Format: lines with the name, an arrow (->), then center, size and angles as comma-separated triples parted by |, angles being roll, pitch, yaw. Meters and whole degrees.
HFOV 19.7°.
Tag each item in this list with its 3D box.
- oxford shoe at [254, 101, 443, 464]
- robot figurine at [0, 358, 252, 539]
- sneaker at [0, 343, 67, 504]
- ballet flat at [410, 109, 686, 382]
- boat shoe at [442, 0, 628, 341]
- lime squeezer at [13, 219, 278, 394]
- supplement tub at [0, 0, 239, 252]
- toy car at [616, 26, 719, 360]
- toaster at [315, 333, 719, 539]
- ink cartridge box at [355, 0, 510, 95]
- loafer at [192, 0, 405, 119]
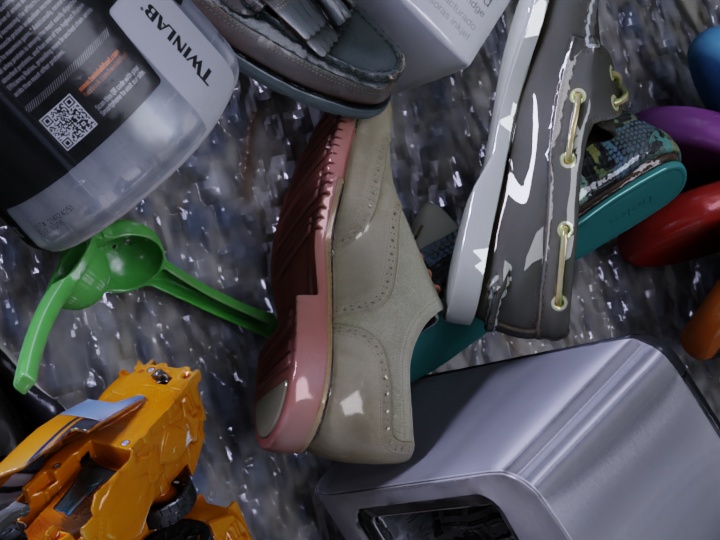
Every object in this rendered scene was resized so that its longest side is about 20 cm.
oxford shoe -> 0.000, 0.000, 0.949 | 0.073, 0.071, 0.201 | 16, 61, -15
robot figurine -> -0.118, 0.133, 0.788 | 0.200, 0.058, 0.146 | -46, 131, -40
sneaker -> -0.195, 0.020, 0.822 | 0.200, 0.088, 0.076 | 37, 66, -22
ballet flat -> 0.066, -0.016, 1.016 | 0.199, 0.074, 0.074 | -32, 101, -17
boat shoe -> 0.089, -0.067, 0.955 | 0.060, 0.072, 0.203 | 15, 80, 0
lime squeezer -> -0.108, 0.013, 0.892 | 0.200, 0.038, 0.071 | -10, 74, -63
supplement tub -> -0.154, -0.116, 0.849 | 0.200, 0.122, 0.123 | 48, 60, -19
toy car -> 0.209, -0.043, 1.081 | 0.149, 0.175, 0.201 | 8, 76, 5
toaster -> 0.100, 0.135, 0.938 | 0.119, 0.200, 0.181 | -40, 106, -36
ink cartridge box -> 0.029, -0.210, 1.010 | 0.147, 0.083, 0.200 | 42, 62, -21
loafer -> -0.060, -0.142, 0.918 | 0.199, 0.063, 0.072 | 32, 35, -9
